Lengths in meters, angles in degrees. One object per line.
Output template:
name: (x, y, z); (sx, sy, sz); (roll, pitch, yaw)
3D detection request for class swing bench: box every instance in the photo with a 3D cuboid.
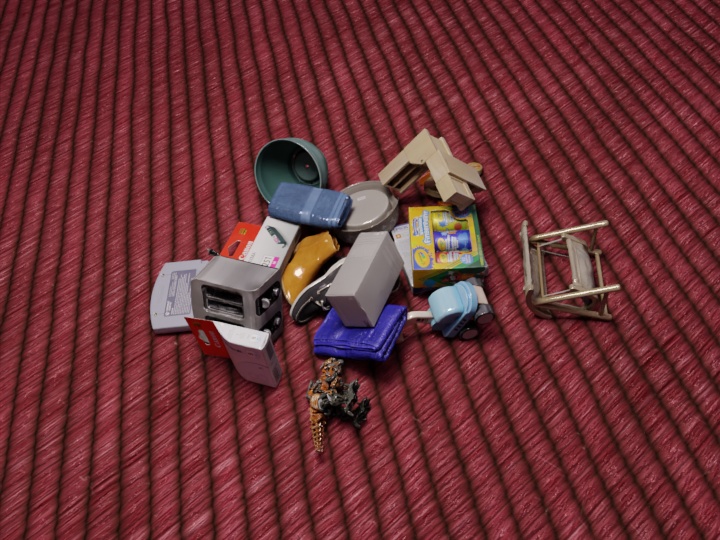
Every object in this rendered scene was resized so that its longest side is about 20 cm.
swing bench: (0.470, -0.002, 1.341); (0.198, 0.130, 0.200); (0, 53, 12)

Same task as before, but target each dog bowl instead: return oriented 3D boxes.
dog bowl: (0.009, -0.149, 1.515); (0.198, 0.059, 0.201); (-11, 42, 10)

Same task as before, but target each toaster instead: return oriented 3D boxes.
toaster: (-0.280, 0.071, 1.315); (0.198, 0.182, 0.119); (13, 32, 15)

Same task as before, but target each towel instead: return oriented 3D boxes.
towel: (-0.005, 0.128, 1.292); (0.199, 0.050, 0.148); (1, 49, 38)
towel: (-0.127, -0.160, 1.472); (0.198, 0.049, 0.112); (13, 56, 17)

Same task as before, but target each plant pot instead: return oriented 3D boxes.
plant pot: (-0.167, -0.270, 1.584); (0.199, 0.202, 0.134); (17, 29, 18)

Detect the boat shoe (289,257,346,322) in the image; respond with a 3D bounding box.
boat shoe: (-0.078, 0.056, 1.364); (0.200, 0.074, 0.060); (-41, 53, -5)

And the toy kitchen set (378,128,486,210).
toy kitchen set: (0.188, -0.203, 1.458); (0.180, 0.162, 0.201); (-40, 56, 32)

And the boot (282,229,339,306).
boot: (-0.116, -0.015, 1.414); (0.143, 0.071, 0.202); (-27, 42, 22)

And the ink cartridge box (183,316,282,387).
ink cartridge box: (-0.278, 0.176, 1.260); (0.198, 0.161, 0.048); (9, 53, 13)

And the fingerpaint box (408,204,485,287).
fingerpaint box: (0.201, -0.062, 1.392); (0.165, 0.074, 0.201); (-2, 51, 4)

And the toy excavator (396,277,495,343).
toy excavator: (0.166, 0.098, 1.301); (0.198, 0.195, 0.100); (8, 48, -24)

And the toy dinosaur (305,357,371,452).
toy dinosaur: (-0.058, 0.279, 1.222); (0.135, 0.102, 0.202); (-3, 70, 22)

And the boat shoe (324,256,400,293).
boat shoe: (0.001, -0.002, 1.429); (0.200, 0.063, 0.074); (15, 60, 19)

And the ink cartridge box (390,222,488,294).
ink cartridge box: (0.192, -0.048, 1.456); (0.198, 0.041, 0.201); (-13, 52, -5)

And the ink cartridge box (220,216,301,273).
ink cartridge box: (-0.256, -0.057, 1.432); (0.172, 0.044, 0.201); (11, 46, 7)

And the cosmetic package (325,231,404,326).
cosmetic package: (0.014, 0.018, 1.288); (0.090, 0.107, 0.201); (0, 43, 37)

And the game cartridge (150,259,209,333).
game cartridge: (-0.447, 0.064, 1.442); (0.132, 0.041, 0.201); (-3, 53, -1)

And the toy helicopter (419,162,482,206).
toy helicopter: (0.252, -0.252, 1.599); (0.199, 0.079, 0.132); (-29, 46, -29)
